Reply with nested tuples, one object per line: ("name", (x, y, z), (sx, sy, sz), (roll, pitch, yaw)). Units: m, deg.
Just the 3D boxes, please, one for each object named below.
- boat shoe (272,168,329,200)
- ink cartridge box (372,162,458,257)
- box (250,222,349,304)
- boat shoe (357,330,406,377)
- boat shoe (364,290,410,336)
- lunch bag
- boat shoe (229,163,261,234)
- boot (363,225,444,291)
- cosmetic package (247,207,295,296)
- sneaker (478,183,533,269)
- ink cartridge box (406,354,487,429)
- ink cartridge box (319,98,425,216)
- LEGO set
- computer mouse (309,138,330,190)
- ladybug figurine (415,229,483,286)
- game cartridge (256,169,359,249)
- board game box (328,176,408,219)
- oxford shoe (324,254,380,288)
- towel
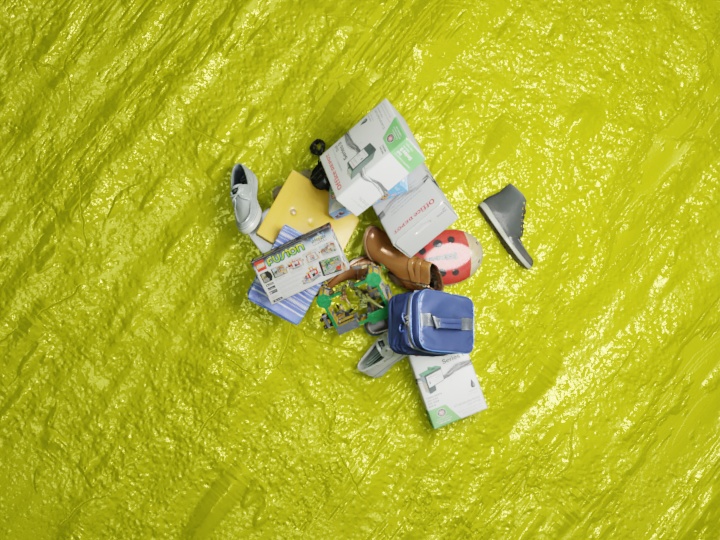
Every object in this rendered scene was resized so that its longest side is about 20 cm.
("boat shoe", (-0.124, -0.214, 1.555), (0.197, 0.075, 0.069), (-31, 85, -7))
("ink cartridge box", (0.107, -0.156, 1.422), (0.144, 0.083, 0.203), (-39, 51, 16))
("box", (-0.133, -0.015, 1.421), (0.196, 0.035, 0.112), (-23, 106, 8))
("boat shoe", (0.066, 0.185, 1.509), (0.066, 0.074, 0.202), (12, 124, -38))
("boat shoe", (0.095, 0.094, 1.552), (0.197, 0.072, 0.073), (-33, 89, -1))
("lunch bag", (0.157, 0.115, 1.404), (0.196, 0.131, 0.140), (8, 75, -38))
("boat shoe", (-0.281, -0.174, 1.503), (0.069, 0.072, 0.204), (-26, 47, 16))
("boot", (0.100, -0.019, 1.468), (0.077, 0.153, 0.202), (-47, 127, -22))
("cosmetic package", (-0.185, -0.041, 1.536), (0.084, 0.108, 0.202), (-36, 91, -1))
("sneaker", (0.385, -0.109, 1.555), (0.105, 0.075, 0.202), (-35, 88, 2))
("ink cartridge box", (0.203, 0.255, 1.544), (0.143, 0.084, 0.205), (-21, 89, -1))
("ink cartridge box", (0.022, -0.240, 1.365), (0.199, 0.084, 0.148), (-38, 49, 17))
("LEGO set", (-0.009, 0.055, 1.520), (0.197, 0.117, 0.155), (-30, 113, 16))
("computer mouse", (-0.092, -0.253, 1.517), (0.034, 0.203, 0.058), (33, 119, -32))
("ladybug figurine", (0.206, -0.031, 1.555), (0.194, 0.072, 0.140), (-12, 90, 0))
("game cartridge", (-0.118, -0.108, 1.488), (0.197, 0.032, 0.179), (31, 75, -8))
("board game box", (0.015, -0.217, 1.443), (0.196, 0.036, 0.155), (-19, 58, 32))
("oxford shoe", (0.000, 0.000, 1.557), (0.196, 0.071, 0.073), (-29, 95, -2))
("towel", (-0.160, 0.014, 1.457), (0.142, 0.024, 0.203), (29, 108, -7))
